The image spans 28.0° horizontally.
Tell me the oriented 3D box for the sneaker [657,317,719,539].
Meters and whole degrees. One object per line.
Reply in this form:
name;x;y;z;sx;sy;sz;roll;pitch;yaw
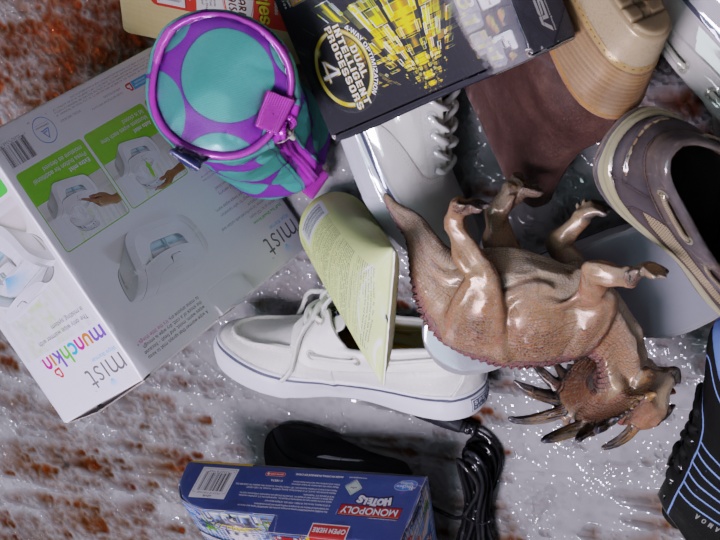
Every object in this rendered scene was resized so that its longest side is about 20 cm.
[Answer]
sneaker;0.216;0.114;0.873;0.077;0.070;0.201;0;119;26

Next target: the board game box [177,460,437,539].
board game box;-0.017;0.230;1.054;0.198;0.062;0.201;-1;132;30

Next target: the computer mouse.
computer mouse;0.008;0.146;1.042;0.199;0.046;0.141;21;125;22

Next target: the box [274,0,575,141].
box;0.011;-0.187;0.770;0.161;0.049;0.201;-16;98;46

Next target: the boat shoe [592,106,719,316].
boat shoe;0.208;-0.009;0.760;0.199;0.073;0.075;32;94;-19

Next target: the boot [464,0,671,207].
boot;0.085;-0.154;0.813;0.201;0.072;0.167;64;152;18

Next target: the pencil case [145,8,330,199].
pencil case;-0.067;-0.092;0.863;0.092;0.200;0.085;38;91;6

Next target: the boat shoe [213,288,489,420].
boat shoe;-0.012;0.041;0.975;0.200;0.075;0.087;10;126;24

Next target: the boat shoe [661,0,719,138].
boat shoe;0.215;-0.090;0.768;0.200;0.072;0.066;49;134;1

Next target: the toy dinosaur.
toy dinosaur;0.091;0.028;0.806;0.198;0.086;0.137;19;115;7

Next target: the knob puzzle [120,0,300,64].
knob puzzle;-0.061;-0.214;0.897;0.218;0.031;0.221;13;132;15

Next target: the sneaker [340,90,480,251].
sneaker;0.029;-0.090;0.879;0.070;0.073;0.201;-18;111;36

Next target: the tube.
tube;0.000;0.000;0.880;0.052;0.200;0.058;-38;108;2

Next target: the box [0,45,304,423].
box;-0.154;-0.032;0.949;0.096;0.200;0.177;-28;100;40

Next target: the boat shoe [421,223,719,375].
boat shoe;0.135;0.011;0.873;0.198;0.070;0.071;-18;104;11
